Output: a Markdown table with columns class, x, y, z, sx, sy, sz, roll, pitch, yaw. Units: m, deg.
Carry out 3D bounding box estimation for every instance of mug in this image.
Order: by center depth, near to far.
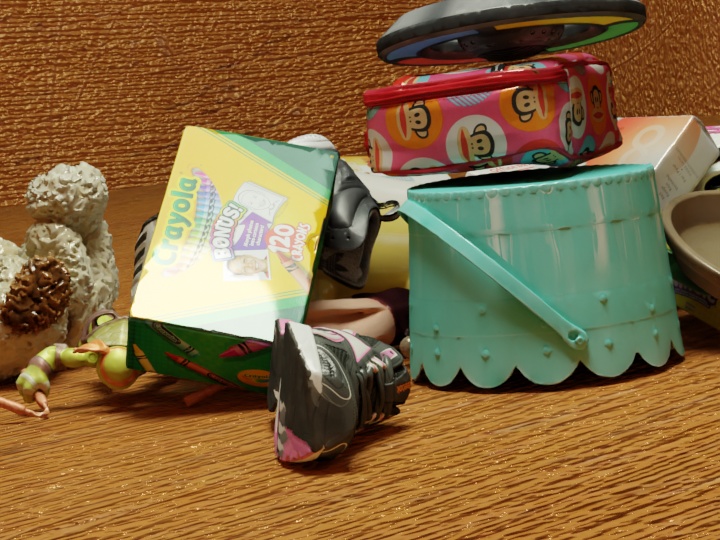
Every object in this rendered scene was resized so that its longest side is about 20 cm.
| class | x | y | z | sx | sy | sz | roll | pitch | yaw |
| --- | --- | --- | --- | --- | --- | --- | --- | --- | --- |
| mug | -0.002 | -0.001 | 1.724 | 0.153 | 0.187 | 0.150 | 2 | -27 | -11 |

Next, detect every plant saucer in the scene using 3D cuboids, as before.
| class | x | y | z | sx | sy | sz | roll | pitch | yaw |
| --- | --- | --- | --- | --- | --- | --- | --- | --- | --- |
| plant saucer | 0.309 | -0.003 | 1.486 | 0.199 | 0.030 | 0.200 | 12 | 23 | -5 |

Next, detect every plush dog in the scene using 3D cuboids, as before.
| class | x | y | z | sx | sy | sz | roll | pitch | yaw |
| --- | --- | --- | --- | --- | --- | --- | --- | --- | --- |
| plush dog | -0.270 | 0.033 | 1.666 | 0.200 | 0.161 | 0.172 | -34 | 6 | 32 |

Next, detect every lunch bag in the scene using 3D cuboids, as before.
| class | x | y | z | sx | sy | sz | roll | pitch | yaw |
| --- | --- | --- | --- | --- | --- | --- | --- | --- | --- |
| lunch bag | 0.088 | -0.108 | 1.520 | 0.176 | 0.082 | 0.200 | -7 | 3 | 23 |

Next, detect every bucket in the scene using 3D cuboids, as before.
| class | x | y | z | sx | sy | sz | roll | pitch | yaw |
| --- | --- | --- | --- | --- | --- | --- | --- | --- | --- |
| bucket | 0.124 | 0.000 | 1.458 | 0.206 | 0.135 | 0.207 | -6 | 5 | 1 |

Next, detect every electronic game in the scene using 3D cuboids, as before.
| class | x | y | z | sx | sy | sz | roll | pitch | yaw |
| --- | --- | --- | --- | --- | --- | --- | --- | --- | --- |
| electronic game | 0.110 | -0.175 | 1.518 | 0.199 | 0.042 | 0.200 | -8 | -2 | 0 |

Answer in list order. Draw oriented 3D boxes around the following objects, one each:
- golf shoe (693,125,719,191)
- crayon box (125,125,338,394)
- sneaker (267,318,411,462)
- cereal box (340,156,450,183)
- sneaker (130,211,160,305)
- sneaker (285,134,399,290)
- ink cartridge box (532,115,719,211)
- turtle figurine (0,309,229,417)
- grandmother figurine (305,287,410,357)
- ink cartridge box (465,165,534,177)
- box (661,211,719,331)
| class | x | y | z | sx | sy | sz | roll | pitch | yaw |
| --- | --- | --- | --- | --- | --- | --- | --- | --- | --- |
| golf shoe | 0.279 | -0.084 | 1.707 | 0.199 | 0.073 | 0.092 | -17 | 7 | 33 |
| crayon box | -0.090 | -0.009 | 1.484 | 0.118 | 0.058 | 0.200 | 10 | 47 | 1 |
| sneaker | -0.009 | 0.067 | 1.280 | 0.086 | 0.081 | 0.200 | 4 | 12 | -6 |
| cereal box | 0.041 | -0.045 | 1.916 | 0.143 | 0.040 | 0.200 | -2 | 31 | -26 |
| sneaker | -0.141 | 0.007 | 1.704 | 0.075 | 0.116 | 0.200 | -10 | 8 | -32 |
| sneaker | -0.058 | -0.017 | 1.583 | 0.114 | 0.076 | 0.200 | 34 | 60 | 23 |
| ink cartridge box | 0.175 | -0.042 | 1.674 | 0.200 | 0.050 | 0.162 | -48 | 26 | -21 |
| turtle figurine | -0.182 | 0.060 | 1.512 | 0.199 | 0.065 | 0.161 | -6 | 7 | -2 |
| grandmother figurine | 0.015 | 0.037 | 1.568 | 0.199 | 0.061 | 0.121 | -12 | 33 | -32 |
| ink cartridge box | 0.168 | -0.049 | 1.854 | 0.200 | 0.067 | 0.116 | 24 | 24 | 35 |
| box | 0.283 | -0.006 | 1.570 | 0.200 | 0.049 | 0.117 | -7 | 30 | -42 |
